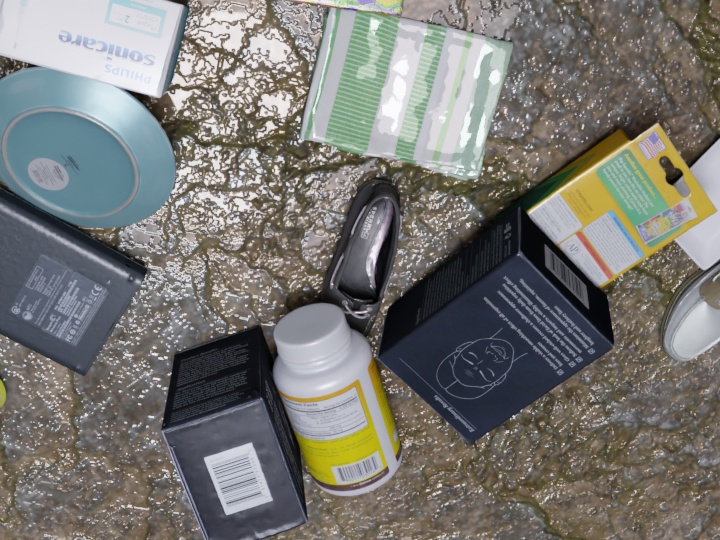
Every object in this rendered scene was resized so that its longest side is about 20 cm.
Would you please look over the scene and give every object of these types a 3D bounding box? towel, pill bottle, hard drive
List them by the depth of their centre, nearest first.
[{"bbox_3d":[0.047,-0.186,1.071,0.200,0.023,0.153,11,105,-10],"label":"towel"},{"bbox_3d":[-0.347,0.009,1.072,0.200,0.033,0.140,30,107,-15],"label":"hard drive"},{"bbox_3d":[-0.028,0.138,1.101,0.109,0.109,0.200,-18,119,-1],"label":"pill bottle"}]

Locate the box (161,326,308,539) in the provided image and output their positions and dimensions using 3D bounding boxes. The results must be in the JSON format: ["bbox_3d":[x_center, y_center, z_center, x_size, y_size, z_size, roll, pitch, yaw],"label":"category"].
[{"bbox_3d":[-0.129,0.170,1.067,0.104,0.200,0.148,-18,107,-1],"label":"box"}]

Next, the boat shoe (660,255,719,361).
[{"bbox_3d":[0.421,0.027,1.159,0.075,0.068,0.200,34,100,-15],"label":"boat shoe"}]

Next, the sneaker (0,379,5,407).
[{"bbox_3d":[-0.483,0.133,1.072,0.200,0.085,0.075,0,106,-7],"label":"sneaker"}]

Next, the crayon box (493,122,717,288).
[{"bbox_3d":[0.263,-0.061,1.107,0.200,0.052,0.126,-35,108,15],"label":"crayon box"}]

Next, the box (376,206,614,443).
[{"bbox_3d":[0.142,0.060,1.085,0.200,0.107,0.148,-39,107,25],"label":"box"}]

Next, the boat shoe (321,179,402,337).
[{"bbox_3d":[0.000,0.000,1.105,0.067,0.057,0.200,11,105,-10],"label":"boat shoe"}]

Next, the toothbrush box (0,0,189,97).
[{"bbox_3d":[-0.238,-0.221,0.930,0.146,0.200,0.085,14,102,-10],"label":"toothbrush box"}]

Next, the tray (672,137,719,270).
[{"bbox_3d":[0.423,-0.105,1.143,0.107,0.022,0.200,42,98,-17],"label":"tray"}]

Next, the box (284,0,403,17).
[{"bbox_3d":[-0.047,-0.355,0.954,0.192,0.122,0.200,7,107,-9],"label":"box"}]

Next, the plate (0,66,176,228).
[{"bbox_3d":[-0.282,-0.110,1.003,0.200,0.026,0.200,4,135,4],"label":"plate"}]
